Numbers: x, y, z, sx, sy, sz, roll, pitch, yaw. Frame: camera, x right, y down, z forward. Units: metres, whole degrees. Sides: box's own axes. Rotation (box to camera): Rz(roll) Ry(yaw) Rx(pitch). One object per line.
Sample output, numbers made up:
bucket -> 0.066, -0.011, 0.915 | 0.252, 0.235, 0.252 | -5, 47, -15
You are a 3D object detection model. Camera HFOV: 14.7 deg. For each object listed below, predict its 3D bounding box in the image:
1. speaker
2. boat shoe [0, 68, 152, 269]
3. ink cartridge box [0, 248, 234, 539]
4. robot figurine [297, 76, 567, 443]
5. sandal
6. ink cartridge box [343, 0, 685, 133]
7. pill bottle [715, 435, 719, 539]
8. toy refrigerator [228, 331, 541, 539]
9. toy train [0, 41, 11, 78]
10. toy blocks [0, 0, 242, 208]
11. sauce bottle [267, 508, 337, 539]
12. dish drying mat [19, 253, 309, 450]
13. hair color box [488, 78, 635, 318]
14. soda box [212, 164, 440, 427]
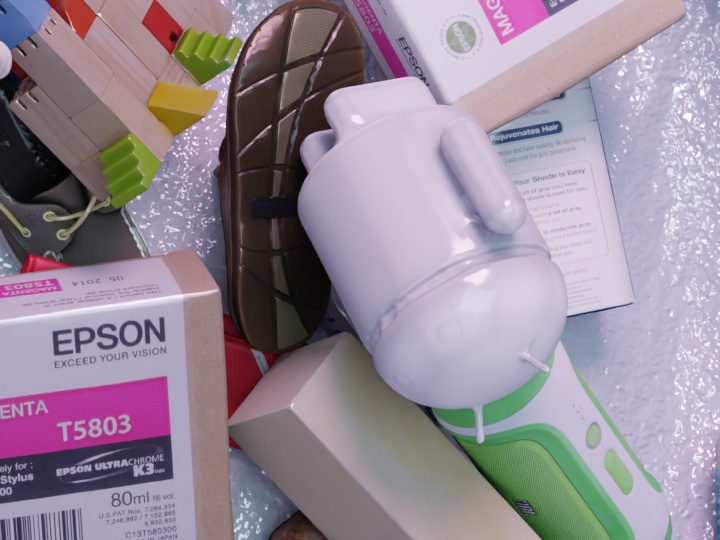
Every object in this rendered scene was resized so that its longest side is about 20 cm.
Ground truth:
speaker -> 0.110, 0.105, 1.622 | 0.089, 0.088, 0.200 | -51, 133, -15
boat shoe -> -0.181, -0.048, 1.606 | 0.072, 0.060, 0.202 | -39, 99, -16
ink cartridge box -> -0.175, 0.087, 1.560 | 0.199, 0.075, 0.165 | -8, 110, -14
robot figurine -> 0.040, -0.009, 1.512 | 0.113, 0.170, 0.201 | -14, 63, -28
sandal -> -0.046, -0.055, 1.591 | 0.081, 0.055, 0.201 | -2, 101, -26
ink cartridge box -> 0.068, -0.193, 1.615 | 0.164, 0.075, 0.201 | -32, 98, -17
pill bottle -> 0.272, 0.195, 1.693 | 0.110, 0.111, 0.201 | 1, 84, -16
toy refrigerator -> 0.024, 0.130, 1.595 | 0.200, 0.076, 0.070 | 48, 57, -14
toy train -> -0.267, -0.084, 1.540 | 0.150, 0.200, 0.056 | 17, 42, -14
toy blocks -> -0.151, -0.140, 1.559 | 0.137, 0.100, 0.200 | 47, 35, -20
sauce bottle -> -0.036, 0.194, 1.625 | 0.066, 0.066, 0.201 | 28, 74, -12
dish drying mat -> -0.113, 0.054, 1.620 | 0.199, 0.018, 0.077 | 19, 108, -21
hair color box -> 0.092, -0.066, 1.691 | 0.100, 0.061, 0.201 | -11, 88, -17
soda box -> 0.000, 0.000, 1.656 | 0.068, 0.063, 0.200 | -37, 95, -15
